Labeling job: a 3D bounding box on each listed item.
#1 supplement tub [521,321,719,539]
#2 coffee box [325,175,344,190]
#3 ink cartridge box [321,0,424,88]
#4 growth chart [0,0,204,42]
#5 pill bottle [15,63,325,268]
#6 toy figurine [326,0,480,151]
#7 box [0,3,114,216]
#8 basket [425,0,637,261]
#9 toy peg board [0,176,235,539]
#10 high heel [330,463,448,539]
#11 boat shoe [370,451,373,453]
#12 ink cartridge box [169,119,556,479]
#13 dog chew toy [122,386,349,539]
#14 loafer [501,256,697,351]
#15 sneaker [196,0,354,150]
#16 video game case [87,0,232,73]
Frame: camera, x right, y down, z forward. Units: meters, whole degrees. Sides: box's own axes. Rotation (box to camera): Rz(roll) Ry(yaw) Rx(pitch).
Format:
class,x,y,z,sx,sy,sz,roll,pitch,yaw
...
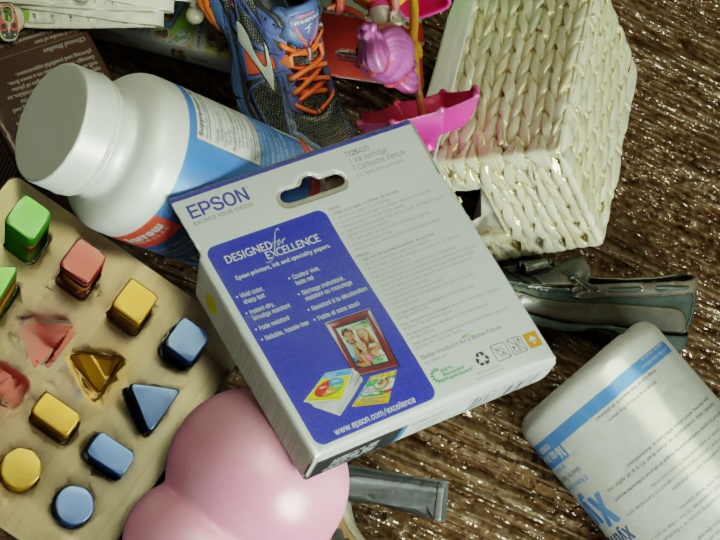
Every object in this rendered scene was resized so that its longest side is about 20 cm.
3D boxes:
class,x,y,z,sx,sy,sz,roll,pitch,yaw
supplement tub,0.227,0.150,1.342,0.132,0.132,0.200,-33,79,-33
coffee box,0.000,0.000,1.314,0.113,0.080,0.200,-3,43,-22
ink cartridge box,-0.017,-0.223,1.476,0.116,0.067,0.201,6,61,-20
growth chart,-0.198,-0.237,1.305,0.199,0.018,0.145,-10,95,-27
pill bottle,-0.129,-0.067,1.229,0.200,0.112,0.113,20,54,-39
toy figurine,0.028,-0.183,1.321,0.200,0.150,0.185,40,39,-56
box,-0.234,-0.121,1.316,0.100,0.075,0.201,-22,77,-30
basket,0.134,-0.120,1.420,0.123,0.136,0.201,-2,54,27
toy peg board,-0.203,0.066,1.182,0.199,0.098,0.200,35,76,-4
high heel,-0.024,0.229,1.251,0.142,0.071,0.201,8,75,12
boat shoe,0.034,0.083,1.339,0.201,0.061,0.072,-20,48,-36
ink cartridge box,-0.001,0.015,1.196,0.197,0.047,0.200,-20,66,-29
dog chew toy,-0.098,0.175,1.186,0.124,0.125,0.200,38,82,0
loafer,0.175,0.013,1.422,0.199,0.063,0.072,12,15,-24
sneaker,-0.057,-0.163,1.314,0.075,0.078,0.201,-31,95,-38
video game case,-0.135,-0.251,1.419,0.181,0.023,0.200,16,59,14
